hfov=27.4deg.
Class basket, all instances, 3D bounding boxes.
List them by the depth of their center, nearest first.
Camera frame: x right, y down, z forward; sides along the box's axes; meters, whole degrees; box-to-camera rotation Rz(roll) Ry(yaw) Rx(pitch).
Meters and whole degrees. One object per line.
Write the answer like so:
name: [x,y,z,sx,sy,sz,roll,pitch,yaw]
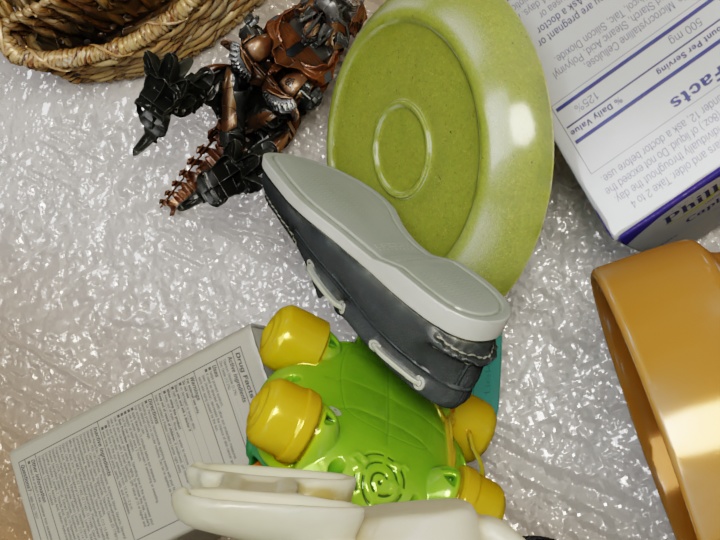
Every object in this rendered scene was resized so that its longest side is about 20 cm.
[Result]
basket: [-0.169,-0.215,0.977,0.198,0.149,0.144,-22,74,19]

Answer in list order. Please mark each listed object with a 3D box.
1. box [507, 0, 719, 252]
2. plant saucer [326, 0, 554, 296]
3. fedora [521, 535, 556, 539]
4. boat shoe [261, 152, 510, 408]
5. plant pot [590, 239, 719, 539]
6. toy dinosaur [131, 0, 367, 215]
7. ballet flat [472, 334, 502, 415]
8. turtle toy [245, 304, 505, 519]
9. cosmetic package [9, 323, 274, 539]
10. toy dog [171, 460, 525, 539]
box: [0.182,-0.141,0.828,0.183,0.105,0.201,-35,70,18]
plant saucer: [0.034,-0.070,0.848,0.199,0.031,0.203,5,97,55]
fedora: [0.079,0.204,0.788,0.200,0.200,0.092,-38,55,15]
boat shoe: [0.000,0.000,0.812,0.200,0.075,0.061,45,122,44]
plant pot: [0.234,0.064,0.742,0.181,0.200,0.202,-20,75,5]
toy dinosaur: [-0.068,-0.098,0.938,0.102,0.136,0.202,30,124,15]
ballet flat: [0.059,0.000,0.890,0.062,0.067,0.203,8,86,35]
turtle toy: [-0.005,0.095,0.814,0.145,0.201,0.102,27,114,-12]
cosmetic package: [-0.118,0.124,0.949,0.198,0.073,0.105,-26,73,19]
toy dog: [-0.016,0.197,0.660,0.191,0.139,0.203,7,89,-12]
